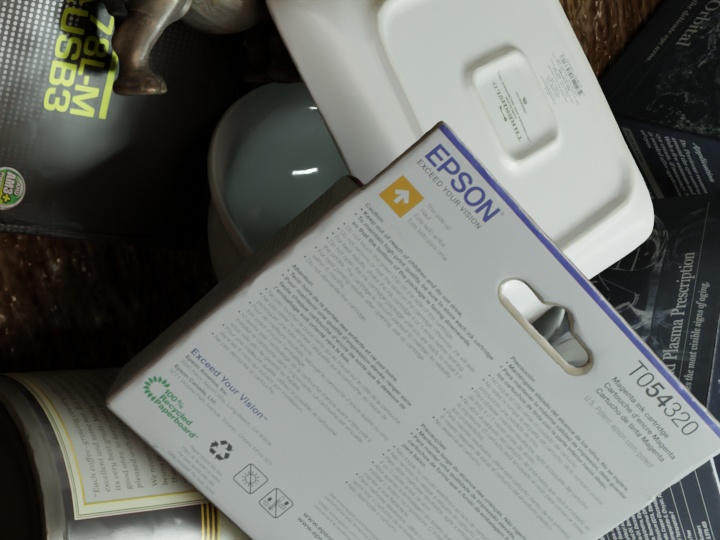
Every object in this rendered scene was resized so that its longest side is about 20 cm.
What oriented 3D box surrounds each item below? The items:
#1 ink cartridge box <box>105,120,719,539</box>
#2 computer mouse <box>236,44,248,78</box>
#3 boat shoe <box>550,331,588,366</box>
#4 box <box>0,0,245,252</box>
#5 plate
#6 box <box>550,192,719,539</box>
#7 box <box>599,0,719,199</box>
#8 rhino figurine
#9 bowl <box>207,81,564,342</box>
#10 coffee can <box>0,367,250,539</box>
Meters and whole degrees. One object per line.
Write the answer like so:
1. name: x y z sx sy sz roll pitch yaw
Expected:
1. ink cartridge box: 0.025 0.059 0.645 0.200 0.043 0.196 -39 106 17
2. computer mouse: -0.011 -0.126 0.815 0.200 0.034 0.059 -29 113 -22
3. boat shoe: 0.062 0.110 0.725 0.200 0.071 0.070 -47 170 23
4. box: -0.142 -0.116 0.688 0.193 0.047 0.201 7 101 -41
5. plate: 0.066 -0.076 0.715 0.200 0.032 0.200 -31 96 -45
6. box: 0.130 0.061 0.845 0.200 0.181 0.104 -68 143 -46
7. box: 0.290 -0.122 0.956 0.197 0.200 0.118 -50 131 -16
8. rhino figurine: -0.044 -0.134 0.698 0.199 0.060 0.088 -12 104 -44
9. bowl: 0.000 0.000 0.759 0.200 0.201 0.090 -7 143 -39
10. coffee can: -0.106 0.119 0.735 0.199 0.146 0.147 0 106 -41
